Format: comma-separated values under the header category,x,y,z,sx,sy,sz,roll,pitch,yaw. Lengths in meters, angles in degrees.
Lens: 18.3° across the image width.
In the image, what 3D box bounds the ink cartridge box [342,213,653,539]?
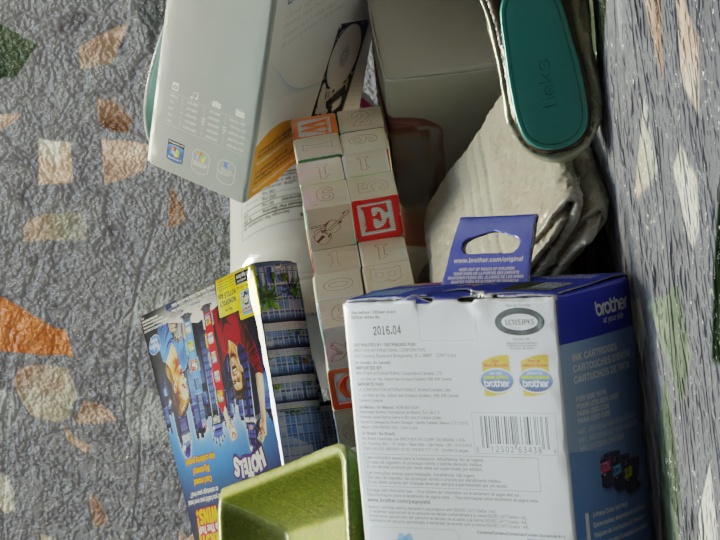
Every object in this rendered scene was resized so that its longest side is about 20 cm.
category,x,y,z,sx,sy,sz,roll,pitch,yaw
ink cartridge box,0.069,0.075,1.129,0.076,0.136,0.202,-14,-81,-52

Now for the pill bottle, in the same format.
category,x,y,z,sx,sy,sz,roll,pitch,yaw
pill bottle,-0.036,-0.028,1.567,0.114,0.112,0.201,84,-177,-56

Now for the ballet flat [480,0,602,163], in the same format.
category,x,y,z,sx,sy,sz,roll,pitch,yaw
ballet flat,0.087,-0.156,1.157,0.062,0.067,0.202,-47,-48,-77

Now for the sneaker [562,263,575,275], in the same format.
category,x,y,z,sx,sy,sz,roll,pitch,yaw
sneaker,0.082,0.056,1.279,0.070,0.099,0.201,91,169,-47

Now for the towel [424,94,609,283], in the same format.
category,x,y,z,sx,sy,sz,roll,pitch,yaw
towel,0.085,-0.032,1.254,0.133,0.034,0.200,-55,19,25

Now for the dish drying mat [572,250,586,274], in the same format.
category,x,y,z,sx,sy,sz,roll,pitch,yaw
dish drying mat,0.125,0.032,1.365,0.077,0.018,0.201,-116,19,-60

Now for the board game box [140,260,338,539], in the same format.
category,x,y,z,sx,sy,sz,roll,pitch,yaw
board game box,-0.066,0.108,1.425,0.200,0.061,0.201,-22,77,63

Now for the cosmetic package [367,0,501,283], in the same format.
category,x,y,z,sx,sy,sz,roll,pitch,yaw
cosmetic package,0.057,-0.088,1.470,0.104,0.087,0.201,-99,2,-45

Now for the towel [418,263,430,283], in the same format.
category,x,y,z,sx,sy,sz,roll,pitch,yaw
towel,0.076,0.086,1.484,0.133,0.034,0.200,61,166,21

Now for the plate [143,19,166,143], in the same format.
category,x,y,z,sx,sy,sz,roll,pitch,yaw
plate,-0.083,-0.165,1.509,0.201,0.025,0.201,-56,-16,-24

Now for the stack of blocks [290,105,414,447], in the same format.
category,x,y,z,sx,sy,sz,roll,pitch,yaw
stack of blocks,0.000,0.000,1.349,0.200,0.058,0.116,-99,0,-57

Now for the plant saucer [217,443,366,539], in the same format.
category,x,y,z,sx,sy,sz,roll,pitch,yaw
plant saucer,-0.022,0.209,1.240,0.200,0.048,0.202,151,118,-63

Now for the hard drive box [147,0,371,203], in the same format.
category,x,y,z,sx,sy,sz,roll,pitch,yaw
hard drive box,-0.054,-0.169,1.409,0.156,0.076,0.201,-42,-31,-50
